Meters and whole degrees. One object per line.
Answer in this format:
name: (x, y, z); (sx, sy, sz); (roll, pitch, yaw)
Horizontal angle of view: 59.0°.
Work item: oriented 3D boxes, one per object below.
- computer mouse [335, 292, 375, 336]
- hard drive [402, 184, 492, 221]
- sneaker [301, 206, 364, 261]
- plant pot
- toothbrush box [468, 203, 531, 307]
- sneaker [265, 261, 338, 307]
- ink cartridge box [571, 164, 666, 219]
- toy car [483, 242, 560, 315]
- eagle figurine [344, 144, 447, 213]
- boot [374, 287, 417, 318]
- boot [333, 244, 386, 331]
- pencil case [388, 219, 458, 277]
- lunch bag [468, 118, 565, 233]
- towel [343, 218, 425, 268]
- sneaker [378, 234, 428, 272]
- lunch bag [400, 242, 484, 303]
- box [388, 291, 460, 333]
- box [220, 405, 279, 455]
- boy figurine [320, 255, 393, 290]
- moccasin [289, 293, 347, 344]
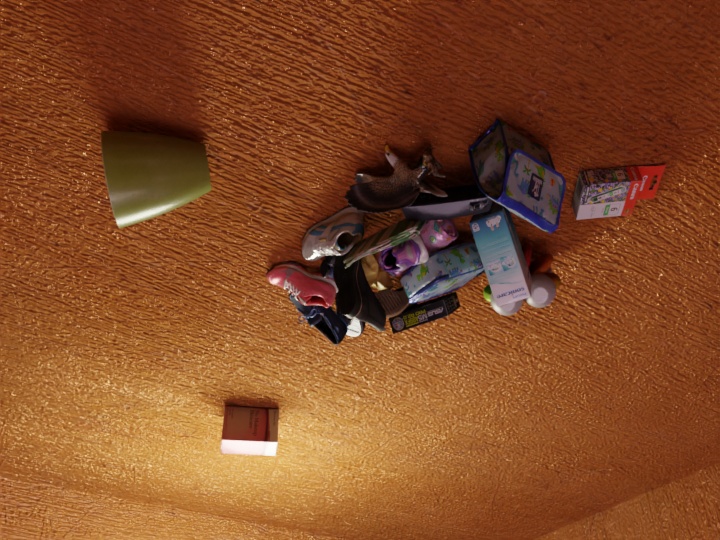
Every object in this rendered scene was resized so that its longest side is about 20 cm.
computer mouse: (-0.019, 0.100, 1.747); (0.135, 0.053, 0.204); (19, 138, 15)
hard drive: (0.190, -0.151, 1.404); (0.193, 0.135, 0.044); (-6, 110, 8)
sneaker: (-0.071, -0.072, 1.525); (0.076, 0.083, 0.198); (30, 132, -35)
plant pot: (-0.409, -0.199, 1.302); (0.193, 0.191, 0.190); (-10, 143, -14)
toothbrush box: (0.325, -0.041, 1.460); (0.083, 0.146, 0.206); (-19, 99, 20)
sneaker: (-0.153, 0.042, 1.639); (0.193, 0.089, 0.075); (13, 140, -1)
ink cartridge box: (0.594, -0.179, 1.456); (0.193, 0.052, 0.111); (-4, 140, 3)
toy car: (0.400, 0.011, 1.611); (0.194, 0.176, 0.154); (-15, 105, 15)
eagle figurine: (0.076, -0.192, 1.361); (0.198, 0.154, 0.151); (-34, 147, 19)
boot: (0.075, 0.098, 1.673); (0.195, 0.074, 0.167); (-21, 166, -25)
boot: (0.004, 0.043, 1.546); (0.076, 0.206, 0.137); (-23, 142, 33)
pencil case: (0.142, -0.065, 1.542); (0.086, 0.090, 0.198); (28, 134, -32)
lunch bag: (0.327, -0.187, 1.315); (0.166, 0.205, 0.127); (22, 136, -26)
towel: (0.060, -0.073, 1.443); (0.196, 0.153, 0.024); (-25, 103, 24)
sneaker: (0.076, -0.030, 1.460); (0.087, 0.083, 0.199); (-26, -178, -21)
lunch bag: (0.203, 0.008, 1.565); (0.196, 0.085, 0.160); (-16, 165, -37)
box: (0.173, 0.111, 1.693); (0.156, 0.046, 0.199); (-19, 178, 18)
box: (-0.385, 0.561, 2.224); (0.193, 0.131, 0.111); (5, 140, -10)
boy figurine: (0.000, 0.000, 1.627); (0.194, 0.065, 0.127); (14, 111, -24)
moccasin: (-0.114, 0.123, 1.729); (0.198, 0.069, 0.080); (38, 137, -12)
